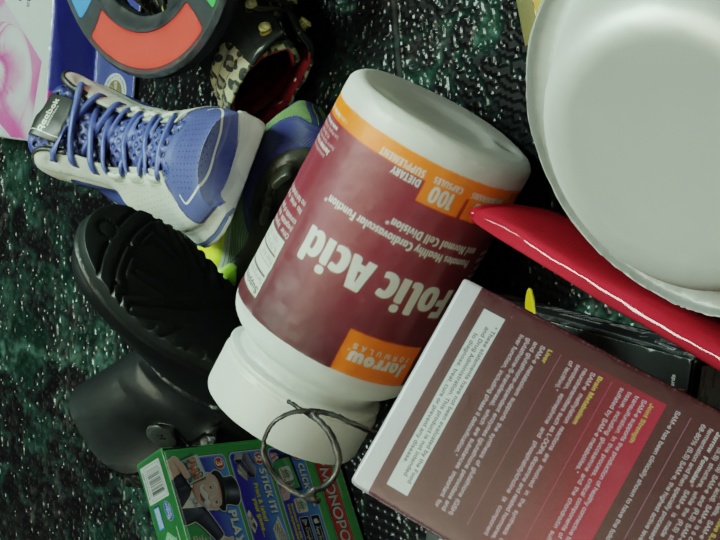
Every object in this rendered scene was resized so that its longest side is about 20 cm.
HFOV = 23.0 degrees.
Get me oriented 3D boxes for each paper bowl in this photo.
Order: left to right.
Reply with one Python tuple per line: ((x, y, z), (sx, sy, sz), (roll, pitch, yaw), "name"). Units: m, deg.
((0.164, -0.071, 0.799), (0.201, 0.104, 0.201), (19, 125, 30), "paper bowl")

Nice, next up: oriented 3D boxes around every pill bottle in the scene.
((0.000, 0.000, 0.987), (0.114, 0.114, 0.200), (41, 110, 37), "pill bottle")

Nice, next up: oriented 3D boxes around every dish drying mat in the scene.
((0.146, 0.014, 0.883), (0.200, 0.077, 0.018), (35, 110, 39), "dish drying mat")

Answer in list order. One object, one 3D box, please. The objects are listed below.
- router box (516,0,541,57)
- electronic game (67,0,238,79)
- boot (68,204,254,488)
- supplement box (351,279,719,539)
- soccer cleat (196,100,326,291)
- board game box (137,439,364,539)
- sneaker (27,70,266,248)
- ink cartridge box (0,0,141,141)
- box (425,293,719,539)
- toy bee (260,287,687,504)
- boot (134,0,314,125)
((0.160, -0.192, 0.882), (0.200, 0.052, 0.157), (-19, 78, 44), "router box")
((-0.131, -0.217, 1.082), (0.200, 0.042, 0.200), (12, 106, 47), "electronic game")
((-0.137, 0.060, 1.106), (0.168, 0.200, 0.076), (-30, 33, 39), "boot")
((0.110, 0.098, 0.778), (0.200, 0.061, 0.109), (29, 87, 22), "supplement box")
((-0.069, -0.024, 1.126), (0.200, 0.065, 0.084), (-53, 26, 37), "soccer cleat")
((-0.045, 0.197, 1.040), (0.029, 0.135, 0.200), (-33, 67, 40), "board game box")
((-0.144, -0.072, 1.102), (0.199, 0.115, 0.081), (3, 72, 67), "sneaker")
((-0.235, -0.192, 1.293), (0.200, 0.043, 0.196), (10, 98, 46), "ink cartridge box")
((0.111, 0.123, 0.939), (0.158, 0.050, 0.200), (16, 102, 43), "box")
((0.070, 0.072, 0.888), (0.200, 0.109, 0.131), (18, 96, 18), "toy bee")
((-0.068, -0.202, 1.097), (0.154, 0.073, 0.204), (56, 135, 30), "boot")
